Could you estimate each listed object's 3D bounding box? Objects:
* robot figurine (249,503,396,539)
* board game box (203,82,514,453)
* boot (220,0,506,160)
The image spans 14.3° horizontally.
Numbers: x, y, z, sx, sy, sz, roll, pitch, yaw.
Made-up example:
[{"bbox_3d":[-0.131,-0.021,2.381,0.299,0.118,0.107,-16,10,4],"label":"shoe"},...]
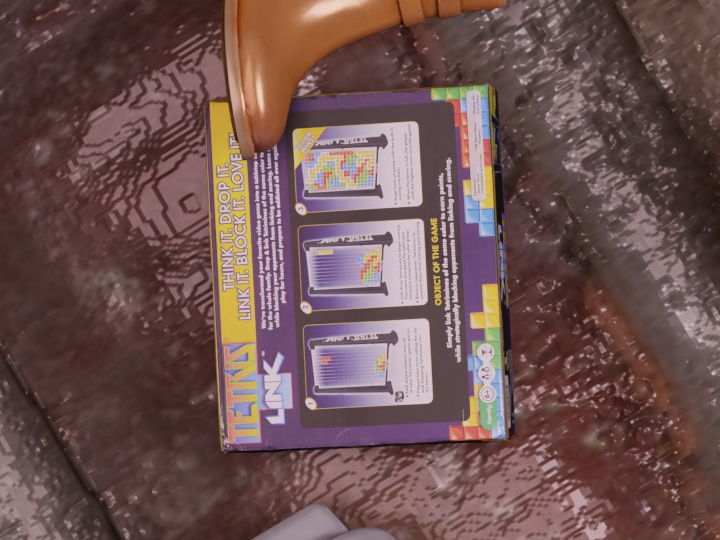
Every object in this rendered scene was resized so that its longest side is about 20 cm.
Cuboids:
[{"bbox_3d":[0.011,0.222,1.574,0.113,0.170,0.200,-31,61,-26],"label":"robot figurine"},{"bbox_3d":[0.000,0.000,1.621,0.164,0.057,0.201,-2,89,9],"label":"board game box"},{"bbox_3d":[0.004,-0.147,1.592,0.154,0.077,0.201,5,57,2],"label":"boot"}]
